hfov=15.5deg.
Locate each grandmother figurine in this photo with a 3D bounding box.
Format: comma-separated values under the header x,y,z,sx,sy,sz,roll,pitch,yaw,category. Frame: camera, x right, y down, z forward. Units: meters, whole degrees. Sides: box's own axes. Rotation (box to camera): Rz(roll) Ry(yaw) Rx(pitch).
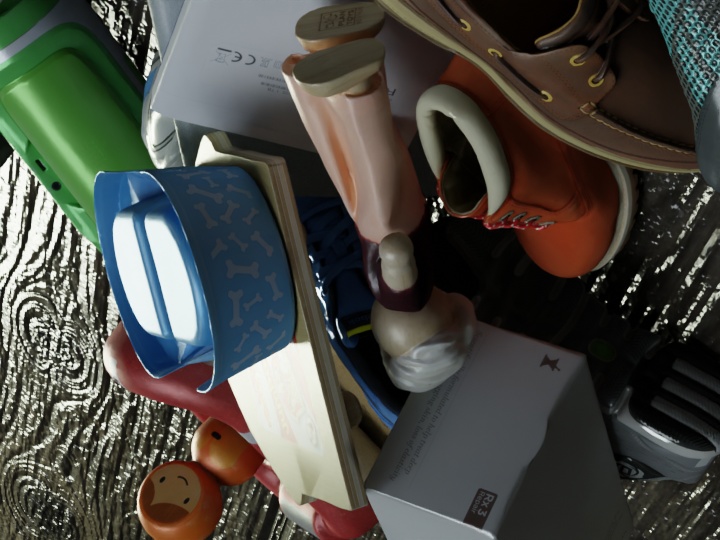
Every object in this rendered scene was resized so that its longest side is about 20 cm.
x,y,z,sx,sy,sz,roll,pitch,yaw,category
0.012,-0.029,1.271,0.060,0.122,0.201,-6,124,15,grandmother figurine

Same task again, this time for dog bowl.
x,y,z,sx,sy,sz,roll,pitch,yaw,category
-0.084,-0.002,1.339,0.200,0.049,0.112,-175,69,-71,dog bowl

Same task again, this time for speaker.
x,y,z,sx,sy,sz,roll,pitch,yaw,category
-0.157,-0.082,1.586,0.088,0.088,0.200,-1,131,56,speaker

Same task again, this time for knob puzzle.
x,y,z,sx,sy,sz,roll,pitch,yaw,category
-0.043,0.022,1.367,0.220,0.030,0.221,163,90,-73,knob puzzle

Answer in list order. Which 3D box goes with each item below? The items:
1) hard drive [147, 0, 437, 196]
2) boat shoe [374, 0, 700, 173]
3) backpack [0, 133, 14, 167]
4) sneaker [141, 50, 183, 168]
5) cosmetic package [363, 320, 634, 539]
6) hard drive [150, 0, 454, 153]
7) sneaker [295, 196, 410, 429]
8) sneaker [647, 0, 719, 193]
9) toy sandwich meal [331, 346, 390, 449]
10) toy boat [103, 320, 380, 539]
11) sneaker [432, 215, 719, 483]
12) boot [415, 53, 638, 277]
x,y,z,sx,sy,sz,roll,pitch,yaw,category
-0.030,-0.109,1.342,0.139,0.033,0.200,0,145,6,hard drive
0.091,-0.103,1.159,0.199,0.072,0.068,30,172,-12,boat shoe
-0.315,-0.124,1.691,0.200,0.151,0.178,18,147,50,backpack
-0.082,-0.116,1.452,0.073,0.072,0.200,63,153,18,sneaker
0.077,0.124,1.390,0.081,0.113,0.200,18,153,25,cosmetic package
-0.014,-0.127,1.263,0.131,0.025,0.200,13,144,-11,hard drive
0.000,0.000,1.438,0.201,0.066,0.078,62,-169,14,sneaker
0.150,-0.120,1.107,0.091,0.077,0.201,32,144,32,sneaker
0.042,0.065,1.558,0.205,0.070,0.205,36,165,11,toy sandwich meal
-0.084,0.109,1.591,0.200,0.131,0.130,47,168,-30,toy boat
0.108,0.057,1.436,0.200,0.075,0.116,35,156,14,sneaker
0.075,-0.048,1.280,0.075,0.107,0.200,24,151,30,boot
